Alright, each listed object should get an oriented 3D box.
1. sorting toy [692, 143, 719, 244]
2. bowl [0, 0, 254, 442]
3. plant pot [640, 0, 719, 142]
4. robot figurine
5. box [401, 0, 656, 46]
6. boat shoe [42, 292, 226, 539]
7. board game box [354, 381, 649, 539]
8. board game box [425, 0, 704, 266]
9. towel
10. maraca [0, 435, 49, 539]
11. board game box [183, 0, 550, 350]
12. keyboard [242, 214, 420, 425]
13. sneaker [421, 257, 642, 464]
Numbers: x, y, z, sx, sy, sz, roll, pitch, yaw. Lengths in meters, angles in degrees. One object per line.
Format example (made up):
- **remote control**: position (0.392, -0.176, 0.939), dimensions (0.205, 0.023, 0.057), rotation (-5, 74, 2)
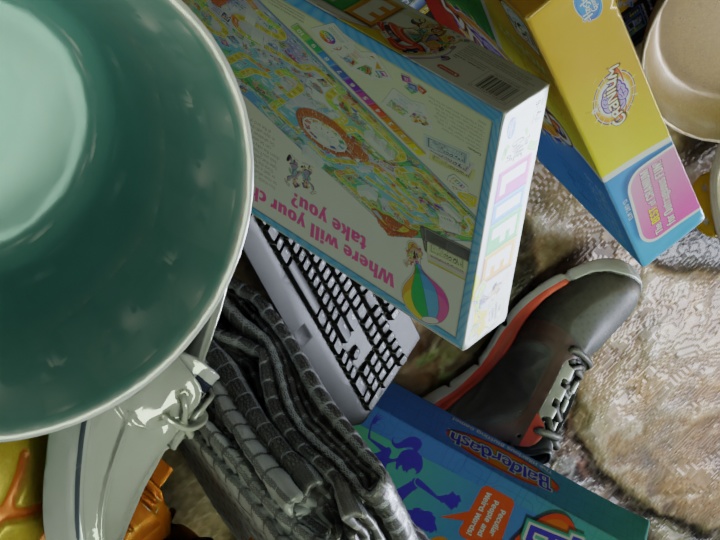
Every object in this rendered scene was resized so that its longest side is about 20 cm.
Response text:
- **sorting toy**: position (0.304, -0.079, 1.364), dimensions (0.179, 0.106, 0.202), rotation (-10, 122, -51)
- **bowl**: position (-0.151, -0.045, 0.858), dimensions (0.199, 0.105, 0.203), rotation (-9, 114, -19)
- **plant pot**: position (0.239, -0.147, 1.179), dimensions (0.198, 0.028, 0.201), rotation (-15, 145, -11)
- **robot figurine**: position (-0.095, 0.164, 1.180), dimensions (0.058, 0.145, 0.200), rotation (-47, 172, -15)
- **box**: position (0.064, -0.151, 1.123), dimensions (0.160, 0.044, 0.200), rotation (-39, 142, -6)
- **boat shoe**: position (-0.102, 0.051, 1.060), dimensions (0.074, 0.065, 0.202), rotation (44, 56, -70)
- **board game box**: position (0.049, 0.169, 1.303), dimensions (0.153, 0.199, 0.045), rotation (-63, 179, 23)
- **board game box**: position (0.079, -0.109, 1.018), dimensions (0.040, 0.153, 0.200), rotation (-38, 141, -3)
- **towel**: position (-0.030, 0.110, 1.161), dimensions (0.085, 0.200, 0.166), rotation (-35, 142, -10)
- **maraca**: position (-0.196, 0.097, 1.068), dimensions (0.137, 0.107, 0.201), rotation (-32, 155, -22)
- **board game box**: position (-0.010, -0.069, 1.011), dimensions (0.034, 0.199, 0.135), rotation (-33, 145, -39)
- **keyboard**: position (0.000, 0.000, 1.183), dimensions (0.105, 0.039, 0.200), rotation (-60, 149, -23)
- **sneaker**: position (0.109, 0.081, 1.348), dimensions (0.200, 0.082, 0.077), rotation (-44, 142, 2)
